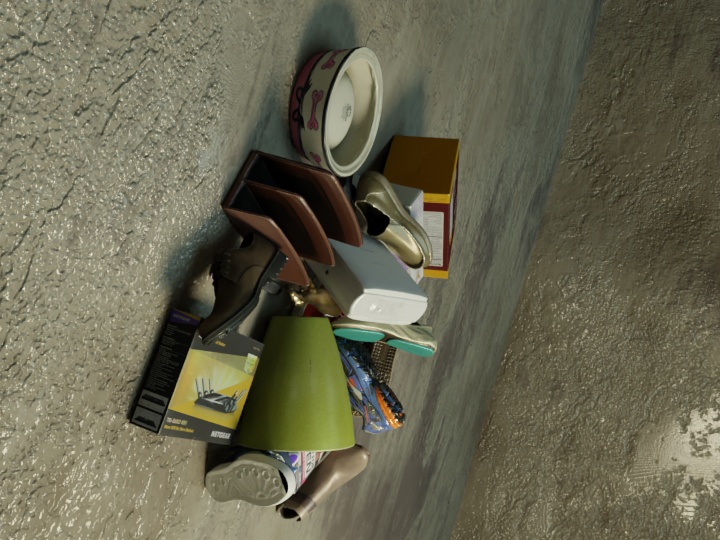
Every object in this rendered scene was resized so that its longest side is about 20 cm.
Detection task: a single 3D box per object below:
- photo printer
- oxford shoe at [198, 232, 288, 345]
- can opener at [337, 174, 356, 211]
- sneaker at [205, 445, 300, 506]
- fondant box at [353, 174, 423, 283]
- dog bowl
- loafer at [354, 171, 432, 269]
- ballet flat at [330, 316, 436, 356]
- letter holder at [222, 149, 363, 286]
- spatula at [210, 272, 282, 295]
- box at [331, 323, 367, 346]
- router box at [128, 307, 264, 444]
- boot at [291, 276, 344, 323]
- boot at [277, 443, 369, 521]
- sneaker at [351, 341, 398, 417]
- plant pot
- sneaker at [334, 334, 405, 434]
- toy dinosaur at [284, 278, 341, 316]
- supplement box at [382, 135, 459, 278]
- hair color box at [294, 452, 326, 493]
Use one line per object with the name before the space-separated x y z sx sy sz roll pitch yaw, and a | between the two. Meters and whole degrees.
photo printer | 0.000 0.000 1.320 0.166 0.200 0.070 10 121 -43
oxford shoe | -0.173 0.021 1.053 0.084 0.073 0.200 44 37 -15
can opener | -0.029 -0.172 1.340 0.079 0.063 0.201 66 35 -62
sneaker | -0.133 0.301 1.231 0.146 0.199 0.081 -19 90 -48
fondant box | 0.039 -0.066 1.456 0.058 0.143 0.201 -54 151 -42
dog bowl | -0.038 -0.251 1.240 0.200 0.073 0.201 -48 145 -49
loafer | 0.049 -0.072 1.341 0.200 0.076 0.068 52 55 -21
ballet flat | 0.041 0.095 1.346 0.199 0.069 0.070 17 89 -24
letter holder | -0.087 -0.063 1.158 0.101 0.141 0.200 -65 157 -22
spatula | -0.160 0.011 1.190 0.057 0.020 0.200 -56 160 0
box | -0.040 0.149 1.469 0.200 0.101 0.113 -57 152 -37
router box | -0.219 0.153 1.104 0.200 0.052 0.158 39 68 -66
boot | -0.025 0.065 1.392 0.200 0.143 0.073 -55 153 -36
boot | -0.074 0.406 1.496 0.146 0.070 0.200 -42 178 -38
sneaker | 0.030 0.167 1.424 0.076 0.070 0.201 50 65 -88
plant pot | -0.098 0.175 1.276 0.187 0.186 0.202 12 79 -68
sneaker | -0.009 0.190 1.337 0.078 0.201 0.075 -35 171 16
toy dinosaur | -0.059 0.043 1.334 0.199 0.101 0.058 4 127 -42
supplement box | 0.118 -0.126 1.559 0.198 0.132 0.201 -74 165 -49
hair color box | -0.098 0.310 1.495 0.200 0.060 0.101 -46 146 -51
